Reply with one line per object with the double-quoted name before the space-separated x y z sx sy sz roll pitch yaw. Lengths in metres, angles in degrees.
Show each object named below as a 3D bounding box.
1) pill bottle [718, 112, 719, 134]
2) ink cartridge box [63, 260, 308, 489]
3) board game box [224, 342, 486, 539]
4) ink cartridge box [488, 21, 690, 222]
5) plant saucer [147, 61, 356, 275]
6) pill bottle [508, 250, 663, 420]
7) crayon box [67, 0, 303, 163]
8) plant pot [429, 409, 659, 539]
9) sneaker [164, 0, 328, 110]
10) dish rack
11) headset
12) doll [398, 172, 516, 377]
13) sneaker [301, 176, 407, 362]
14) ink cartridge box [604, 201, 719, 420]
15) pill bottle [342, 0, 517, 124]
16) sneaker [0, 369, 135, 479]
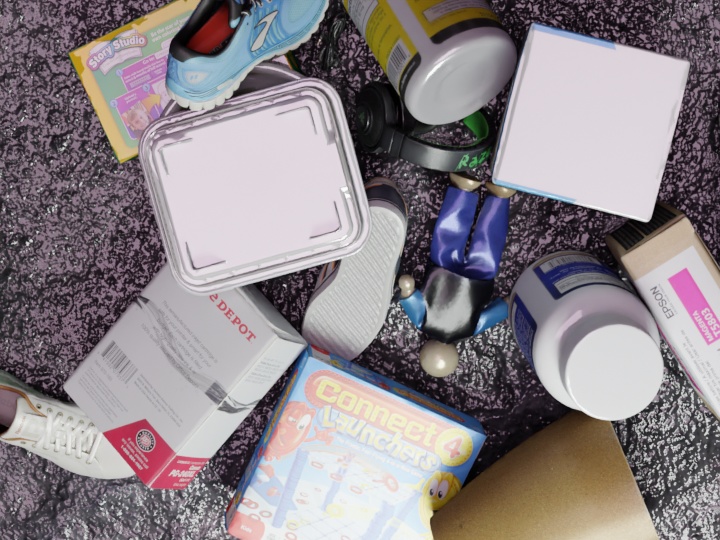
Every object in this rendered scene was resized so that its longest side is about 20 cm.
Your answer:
"pill bottle" 0.404 -0.060 1.556 0.111 0.112 0.202 -7 97 5
"ink cartridge box" -0.170 0.091 1.608 0.200 0.083 0.145 -48 67 8
"board game box" -0.006 0.203 1.632 0.199 0.056 0.197 24 99 -9
"ink cartridge box" 0.205 -0.138 1.517 0.145 0.200 0.147 14 97 2
"plant saucer" -0.102 -0.098 1.568 0.198 0.050 0.202 0 95 2
"pill bottle" 0.212 0.063 1.533 0.118 0.200 0.121 -1 106 -5
"crayon box" -0.170 -0.201 1.607 0.199 0.058 0.120 -25 95 7
"plant pot" 0.174 0.243 1.575 0.198 0.186 0.188 -22 95 7
"sneaker" -0.099 -0.234 1.503 0.078 0.090 0.200 37 71 18
"dish rack" -0.100 -0.076 1.519 0.198 0.044 0.173 -15 93 5
"headset" 0.041 -0.168 1.565 0.199 0.123 0.095 31 126 23
"doll" 0.102 0.010 1.618 0.135 0.048 0.202 12 100 -19
"sneaker" 0.000 0.000 1.618 0.078 0.080 0.201 20 124 -7
"ink cartridge box" 0.316 0.041 1.550 0.075 0.165 0.201 -32 94 7
"pill bottle" 0.051 -0.244 1.523 0.114 0.114 0.201 -33 63 8
"sneaker" -0.312 0.164 1.652 0.198 0.085 0.073 21 97 -1
